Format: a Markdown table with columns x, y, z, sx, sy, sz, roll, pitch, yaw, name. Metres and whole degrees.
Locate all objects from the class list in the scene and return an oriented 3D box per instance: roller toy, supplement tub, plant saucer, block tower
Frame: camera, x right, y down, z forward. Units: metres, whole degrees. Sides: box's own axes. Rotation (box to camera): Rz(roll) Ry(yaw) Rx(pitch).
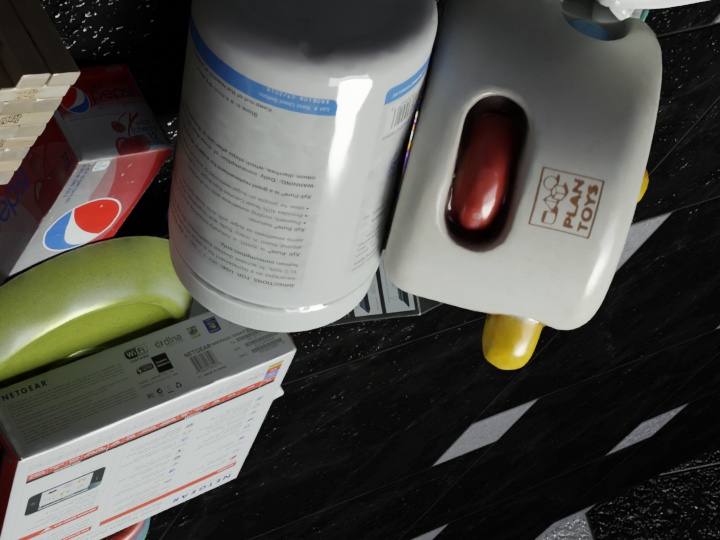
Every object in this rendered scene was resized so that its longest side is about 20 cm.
| x | y | z | sx | sy | sz | roll | pitch | yaw | name |
| --- | --- | --- | --- | --- | --- | --- | --- | --- | --- |
| 0.097 | -0.062 | 0.945 | 0.138 | 0.202 | 0.183 | 14 | 151 | 1 | roller toy |
| -0.037 | -0.078 | 0.911 | 0.131 | 0.132 | 0.201 | -19 | 144 | -29 | supplement tub |
| -0.183 | 0.055 | 1.021 | 0.199 | 0.031 | 0.200 | -30 | 158 | -13 | plant saucer |
| -0.221 | -0.058 | 0.865 | 0.054 | 0.058 | 0.200 | -10 | 150 | -45 | block tower |

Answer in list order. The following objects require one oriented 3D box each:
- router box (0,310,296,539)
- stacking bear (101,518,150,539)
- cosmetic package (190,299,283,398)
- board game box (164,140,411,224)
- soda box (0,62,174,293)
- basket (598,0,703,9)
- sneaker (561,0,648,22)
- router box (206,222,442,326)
| x | y | z | sx | sy | sz | roll | pitch | yaw | name |
| --- | --- | --- | --- | --- | --- | --- | --- | --- | --- |
| -0.155 | 0.111 | 1.070 | 0.199 | 0.049 | 0.180 | -21 | 155 | -31 | router box |
| -0.239 | 0.214 | 1.439 | 0.120 | 0.114 | 0.200 | -24 | 164 | -18 | stacking bear |
| -0.137 | 0.067 | 1.259 | 0.112 | 0.082 | 0.200 | -29 | 162 | -4 | cosmetic package |
| -0.022 | -0.079 | 1.120 | 0.198 | 0.045 | 0.135 | -18 | 157 | -33 | board game box |
| -0.188 | -0.032 | 0.961 | 0.070 | 0.064 | 0.200 | -14 | 155 | -44 | soda box |
| 0.194 | -0.241 | 0.914 | 0.199 | 0.136 | 0.124 | -14 | 151 | -39 | basket |
| 0.167 | -0.189 | 1.064 | 0.198 | 0.089 | 0.075 | -20 | 157 | -29 | sneaker |
| 0.000 | 0.000 | 1.174 | 0.156 | 0.053 | 0.200 | -8 | -175 | 22 | router box |
